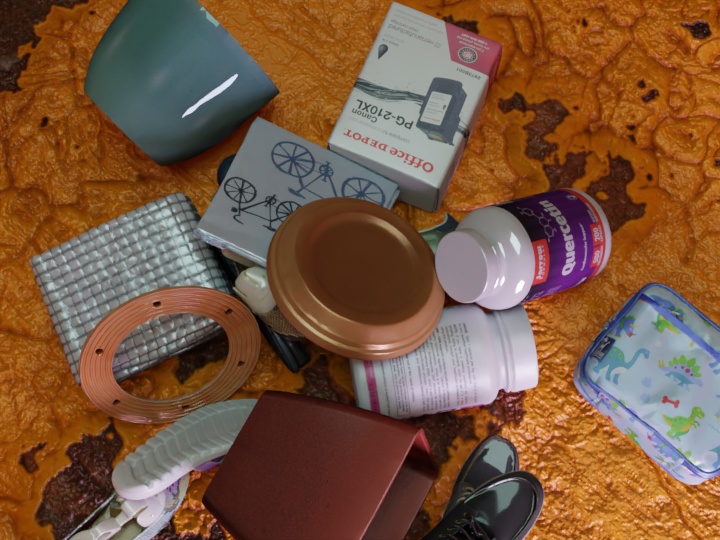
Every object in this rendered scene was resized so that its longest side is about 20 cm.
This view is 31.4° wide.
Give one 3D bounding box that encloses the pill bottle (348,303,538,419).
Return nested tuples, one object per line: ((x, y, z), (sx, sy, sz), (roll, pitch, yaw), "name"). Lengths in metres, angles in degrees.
((0.088, 0.099, 1.413), (0.199, 0.113, 0.114), (-10, 74, -2), "pill bottle")

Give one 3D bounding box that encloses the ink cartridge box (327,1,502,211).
((0.063, -0.192, 1.513), (0.144, 0.084, 0.201), (22, 75, 7), "ink cartridge box")

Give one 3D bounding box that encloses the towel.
((-0.250, 0.026, 1.443), (0.199, 0.086, 0.166), (-25, 83, 3), "towel")

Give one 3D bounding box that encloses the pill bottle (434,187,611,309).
((0.178, -0.023, 1.407), (0.199, 0.112, 0.113), (-15, 71, -41), "pill bottle")

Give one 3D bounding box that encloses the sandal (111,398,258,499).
((-0.181, 0.199, 1.406), (0.202, 0.050, 0.082), (-23, 38, -26), "sandal")

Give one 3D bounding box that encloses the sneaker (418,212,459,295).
((0.040, -0.001, 1.472), (0.199, 0.067, 0.090), (-23, 67, -7), "sneaker")

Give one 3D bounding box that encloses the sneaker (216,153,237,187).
((-0.083, -0.074, 1.471), (0.199, 0.082, 0.071), (23, 119, 8), "sneaker")

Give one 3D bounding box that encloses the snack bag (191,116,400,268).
((-0.066, -0.064, 1.416), (0.188, 0.021, 0.201), (26, 51, -3), "snack bag")

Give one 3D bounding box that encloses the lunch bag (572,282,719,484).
((0.351, 0.122, 1.426), (0.200, 0.083, 0.161), (42, 75, 10), "lunch bag")

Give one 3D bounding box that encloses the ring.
((-0.206, 0.090, 1.386), (0.199, 0.201, 0.019), (-21, 46, -6), "ring")

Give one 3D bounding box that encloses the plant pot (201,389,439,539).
((-0.048, 0.236, 1.340), (0.175, 0.200, 0.201), (25, 75, 17), "plant pot")

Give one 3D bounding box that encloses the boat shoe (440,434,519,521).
((0.124, 0.272, 1.383), (0.074, 0.073, 0.201), (21, 75, 6), "boat shoe")

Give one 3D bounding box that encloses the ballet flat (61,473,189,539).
((-0.266, 0.275, 1.383), (0.200, 0.071, 0.069), (-41, 77, -11), "ballet flat")

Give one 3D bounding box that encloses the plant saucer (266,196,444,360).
((0.000, 0.000, 1.360), (0.199, 0.038, 0.201), (11, 54, -16), "plant saucer")

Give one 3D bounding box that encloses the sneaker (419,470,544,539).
((0.111, 0.277, 1.292), (0.200, 0.106, 0.075), (-39, 82, -7), "sneaker")

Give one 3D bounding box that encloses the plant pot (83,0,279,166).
((-0.219, -0.219, 1.471), (0.161, 0.201, 0.201), (-45, 78, 0), "plant pot")

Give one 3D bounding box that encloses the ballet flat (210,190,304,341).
((-0.119, -0.008, 1.397), (0.068, 0.075, 0.201), (-41, 58, 24), "ballet flat")

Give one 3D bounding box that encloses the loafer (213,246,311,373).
((-0.104, 0.020, 1.461), (0.063, 0.072, 0.201), (-30, 73, -12), "loafer")
